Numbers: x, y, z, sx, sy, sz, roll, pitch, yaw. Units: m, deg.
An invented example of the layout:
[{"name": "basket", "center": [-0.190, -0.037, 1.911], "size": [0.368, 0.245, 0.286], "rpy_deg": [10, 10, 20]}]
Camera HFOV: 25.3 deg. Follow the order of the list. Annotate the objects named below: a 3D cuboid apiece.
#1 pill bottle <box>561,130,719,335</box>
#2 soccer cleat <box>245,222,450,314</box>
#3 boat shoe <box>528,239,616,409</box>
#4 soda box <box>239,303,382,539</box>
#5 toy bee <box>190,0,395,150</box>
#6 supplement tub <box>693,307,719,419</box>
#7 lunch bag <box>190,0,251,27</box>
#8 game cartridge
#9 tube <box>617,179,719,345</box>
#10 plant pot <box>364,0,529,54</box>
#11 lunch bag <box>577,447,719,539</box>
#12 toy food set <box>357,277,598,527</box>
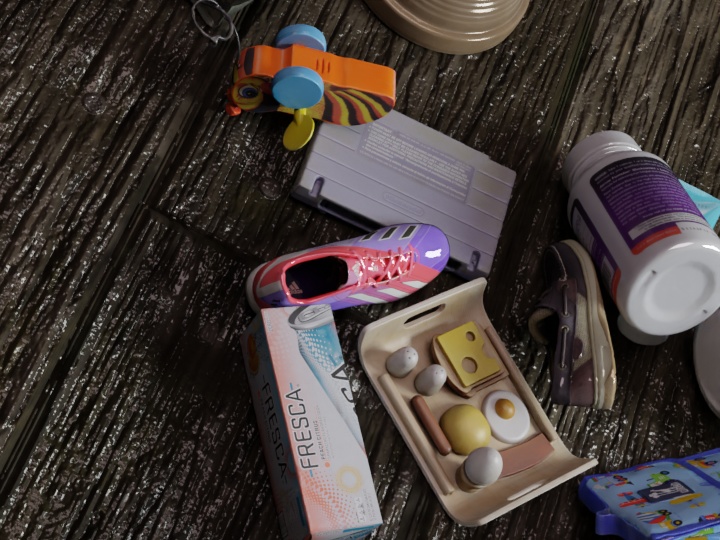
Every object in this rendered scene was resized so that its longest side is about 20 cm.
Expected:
[{"name": "pill bottle", "center": [0.261, -0.043, 1.511], "size": [0.111, 0.112, 0.200], "rpy_deg": [4, 37, -22]}, {"name": "soccer cleat", "center": [0.000, 0.000, 1.412], "size": [0.199, 0.073, 0.068], "rpy_deg": [-13, 89, -24]}, {"name": "boat shoe", "center": [0.186, 0.046, 1.468], "size": [0.065, 0.072, 0.200], "rpy_deg": [-1, 45, -7]}, {"name": "soda box", "center": [-0.043, 0.132, 1.343], "size": [0.068, 0.064, 0.201], "rpy_deg": [-4, 67, -25]}, {"name": "toy bee", "center": [-0.073, -0.178, 1.466], "size": [0.200, 0.109, 0.131], "rpy_deg": [35, 50, -9]}, {"name": "supplement tub", "center": [0.434, 0.076, 1.537], "size": [0.199, 0.140, 0.141], "rpy_deg": [-5, 66, -25]}, {"name": "lunch bag", "center": [-0.127, -0.360, 1.513], "size": [0.164, 0.117, 0.200], "rpy_deg": [-44, 104, -35]}, {"name": "game cartridge", "center": [0.043, -0.082, 1.512], "size": [0.200, 0.038, 0.130], "rpy_deg": [25, 53, -10]}, {"name": "tube", "center": [0.304, -0.015, 1.588], "size": [0.077, 0.050, 0.200], "rpy_deg": [30, 52, -4]}, {"name": "plant pot", "center": [0.095, -0.327, 1.626], "size": [0.200, 0.093, 0.201], "rpy_deg": [10, 62, -19]}, {"name": "lunch bag", "center": [0.294, 0.217, 1.397], "size": [0.199, 0.151, 0.094], "rpy_deg": [-1, 104, -17]}, {"name": "toy food set", "center": [0.105, 0.113, 1.420], "size": [0.143, 0.060, 0.200], "rpy_deg": [-22, 75, -31]}]
